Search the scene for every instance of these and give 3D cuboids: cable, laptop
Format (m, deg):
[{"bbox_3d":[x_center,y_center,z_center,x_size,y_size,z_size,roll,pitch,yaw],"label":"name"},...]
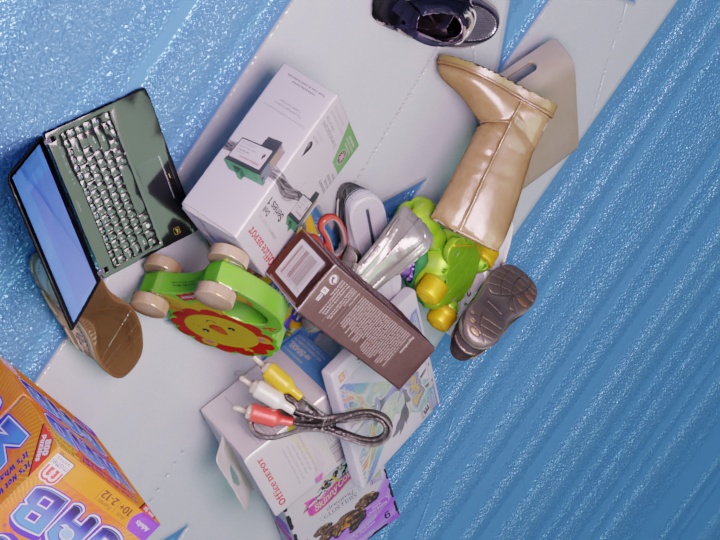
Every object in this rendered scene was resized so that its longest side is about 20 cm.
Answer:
[{"bbox_3d":[-0.062,0.185,1.638,0.050,0.198,0.098,-14,127,-81],"label":"cable"},{"bbox_3d":[-0.269,-0.070,1.425,0.198,0.103,0.179,-28,116,-22],"label":"laptop"}]

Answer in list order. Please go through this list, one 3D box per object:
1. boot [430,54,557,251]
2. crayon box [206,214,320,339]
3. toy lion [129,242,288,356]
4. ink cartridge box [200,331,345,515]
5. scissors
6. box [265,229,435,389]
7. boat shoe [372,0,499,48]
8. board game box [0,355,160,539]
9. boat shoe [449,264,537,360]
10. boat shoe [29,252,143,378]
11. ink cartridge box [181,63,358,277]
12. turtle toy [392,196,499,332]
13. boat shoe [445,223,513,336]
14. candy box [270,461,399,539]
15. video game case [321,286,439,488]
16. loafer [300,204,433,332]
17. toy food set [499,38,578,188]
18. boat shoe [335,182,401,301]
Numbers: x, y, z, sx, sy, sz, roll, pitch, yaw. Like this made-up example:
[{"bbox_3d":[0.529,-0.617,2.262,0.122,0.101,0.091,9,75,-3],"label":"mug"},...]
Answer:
[{"bbox_3d":[0.139,-0.150,1.685,0.066,0.173,0.202,-20,135,-86],"label":"boot"},{"bbox_3d":[-0.108,-0.011,1.663,0.125,0.051,0.201,-36,134,-15],"label":"crayon box"},{"bbox_3d":[-0.158,0.048,1.571,0.191,0.198,0.069,35,61,-36],"label":"toy lion"},{"bbox_3d":[-0.105,0.207,1.755,0.199,0.125,0.129,-36,134,-15],"label":"ink cartridge box"},{"bbox_3d":[-0.030,0.013,1.696,0.073,0.014,0.201,-38,134,-17],"label":"scissors"},{"bbox_3d":[-0.011,0.047,1.571,0.075,0.100,0.199,-49,127,4],"label":"box"},{"bbox_3d":[0.113,-0.297,1.624,0.198,0.093,0.076,-2,119,-38],"label":"boat shoe"},{"bbox_3d":[-0.390,0.258,1.505,0.200,0.200,0.200,-45,136,-6],"label":"board game box"},{"bbox_3d":[0.173,0.057,1.812,0.073,0.075,0.200,-46,174,39],"label":"boat shoe"},{"bbox_3d":[-0.312,0.047,1.538,0.073,0.062,0.201,-51,142,-26],"label":"boat shoe"},{"bbox_3d":[-0.100,-0.110,1.527,0.201,0.084,0.146,-56,161,-9],"label":"ink cartridge box"},{"bbox_3d":[0.101,-0.023,1.779,0.146,0.100,0.201,-53,150,-17],"label":"turtle toy"},{"bbox_3d":[0.180,0.014,1.899,0.070,0.069,0.202,2,116,-39],"label":"boat shoe"},{"bbox_3d":[-0.045,0.319,1.915,0.167,0.071,0.202,-33,134,-18],"label":"candy box"},{"bbox_3d":[0.031,0.153,1.743,0.182,0.022,0.202,-44,135,-34],"label":"video game case"},{"bbox_3d":[0.000,0.000,1.665,0.199,0.070,0.070,-40,180,1],"label":"loafer"},{"bbox_3d":[0.223,-0.199,1.813,0.143,0.060,0.201,-35,142,-17],"label":"toy food set"},{"bbox_3d":[0.008,-0.023,1.732,0.071,0.071,0.202,-13,121,-16],"label":"boat shoe"}]
